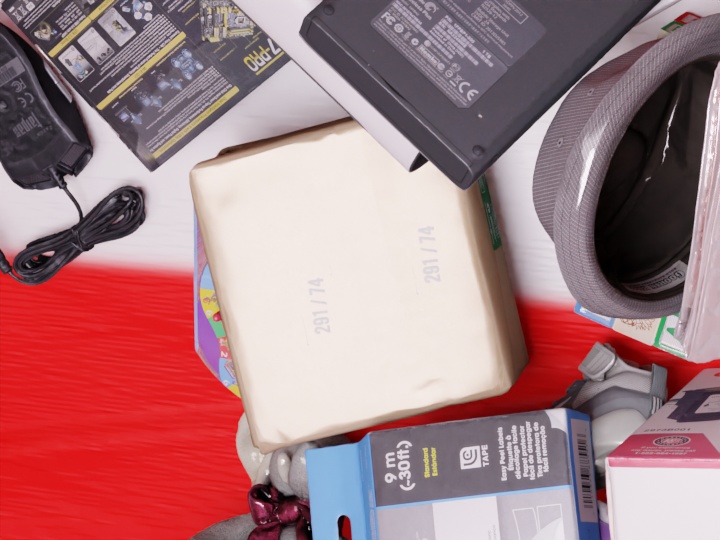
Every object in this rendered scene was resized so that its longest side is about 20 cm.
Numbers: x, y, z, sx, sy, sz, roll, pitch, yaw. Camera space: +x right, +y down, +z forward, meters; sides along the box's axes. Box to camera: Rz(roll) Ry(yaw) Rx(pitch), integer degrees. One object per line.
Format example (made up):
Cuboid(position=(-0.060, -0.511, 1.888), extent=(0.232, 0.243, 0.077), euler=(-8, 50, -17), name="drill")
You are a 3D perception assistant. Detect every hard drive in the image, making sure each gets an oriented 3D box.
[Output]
Cuboid(position=(0.080, -0.162, 1.449), extent=(0.139, 0.200, 0.033), euler=(43, 157, 7), name="hard drive")

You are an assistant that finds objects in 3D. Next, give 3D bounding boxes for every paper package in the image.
Cuboid(position=(0.000, 0.000, 1.590), extent=(0.189, 0.103, 0.202), euler=(-14, 95, 8), name="paper package")

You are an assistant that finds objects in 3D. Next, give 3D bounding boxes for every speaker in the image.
Cuboid(position=(-0.011, -0.155, 1.489), extent=(0.200, 0.081, 0.081), euler=(44, 119, 7), name="speaker")

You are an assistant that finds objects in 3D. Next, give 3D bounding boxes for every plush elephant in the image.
Cuboid(position=(-0.039, 0.177, 1.682), extent=(0.163, 0.200, 0.156), euler=(12, 89, 8), name="plush elephant")

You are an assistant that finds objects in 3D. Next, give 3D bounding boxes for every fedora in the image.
Cuboid(position=(0.176, -0.071, 1.441), extent=(0.090, 0.176, 0.201), euler=(34, 97, 49), name="fedora")

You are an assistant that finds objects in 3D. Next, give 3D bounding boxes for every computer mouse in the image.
Cuboid(position=(-0.255, -0.088, 1.754), extent=(0.140, 0.046, 0.200), euler=(-34, 102, 26), name="computer mouse")

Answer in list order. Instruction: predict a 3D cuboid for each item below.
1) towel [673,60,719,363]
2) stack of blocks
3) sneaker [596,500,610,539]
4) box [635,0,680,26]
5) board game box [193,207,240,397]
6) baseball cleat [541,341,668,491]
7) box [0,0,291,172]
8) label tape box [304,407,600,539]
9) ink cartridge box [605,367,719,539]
Cuboid(position=(0.284, -0.043, 1.441), extent=(0.032, 0.199, 0.192), euler=(40, 129, 53), name="towel")
Cuboid(position=(0.222, -0.048, 1.528), extent=(0.115, 0.059, 0.201), euler=(23, 115, 17), name="stack of blocks")
Cuboid(position=(0.106, 0.197, 1.593), extent=(0.199, 0.089, 0.081), euler=(-2, 143, 39), name="sneaker")
Cuboid(position=(0.126, -0.196, 1.539), extent=(0.199, 0.041, 0.120), euler=(-28, 93, 32), name="box")
Cuboid(position=(-0.057, 0.017, 1.693), extent=(0.157, 0.039, 0.202), euler=(9, 109, 23), name="board game box")
Cuboid(position=(0.144, 0.110, 1.619), extent=(0.070, 0.107, 0.199), euler=(30, 151, -26), name="baseball cleat")
Cuboid(position=(-0.132, -0.177, 1.622), extent=(0.161, 0.049, 0.200), euler=(48, 134, -7), name="box")
Cuboid(position=(0.052, 0.173, 1.533), extent=(0.198, 0.063, 0.145), euler=(-9, 81, 19), name="label tape box")
Cuboid(position=(0.253, 0.125, 1.490), extent=(0.144, 0.200, 0.085), euler=(-1, 103, 26), name="ink cartridge box")
